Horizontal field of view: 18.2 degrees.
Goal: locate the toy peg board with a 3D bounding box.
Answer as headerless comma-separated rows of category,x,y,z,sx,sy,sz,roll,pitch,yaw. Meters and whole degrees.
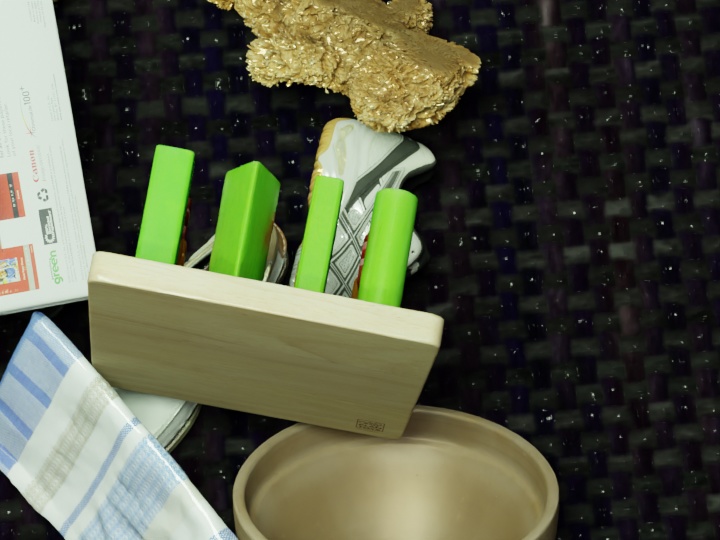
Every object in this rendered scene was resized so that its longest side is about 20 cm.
toy peg board,-0.054,0.012,1.338,0.199,0.199,0.098,11,70,-2

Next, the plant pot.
plant pot,0.022,0.172,1.390,0.199,0.201,0.093,1,118,1

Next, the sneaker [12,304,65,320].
sneaker,-0.260,-0.053,1.453,0.070,0.090,0.201,-27,88,20

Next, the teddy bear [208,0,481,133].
teddy bear,-0.016,-0.153,1.487,0.199,0.145,0.067,28,123,11

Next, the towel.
towel,-0.161,0.137,1.403,0.024,0.147,0.200,-32,74,-39

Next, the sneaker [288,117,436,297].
sneaker,0.000,0.000,1.462,0.087,0.076,0.201,12,79,1

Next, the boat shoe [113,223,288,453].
boat shoe,-0.120,0.045,1.455,0.074,0.068,0.201,31,79,8

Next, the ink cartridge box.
ink cartridge box,-0.264,-0.067,1.358,0.175,0.084,0.201,-11,92,-38
